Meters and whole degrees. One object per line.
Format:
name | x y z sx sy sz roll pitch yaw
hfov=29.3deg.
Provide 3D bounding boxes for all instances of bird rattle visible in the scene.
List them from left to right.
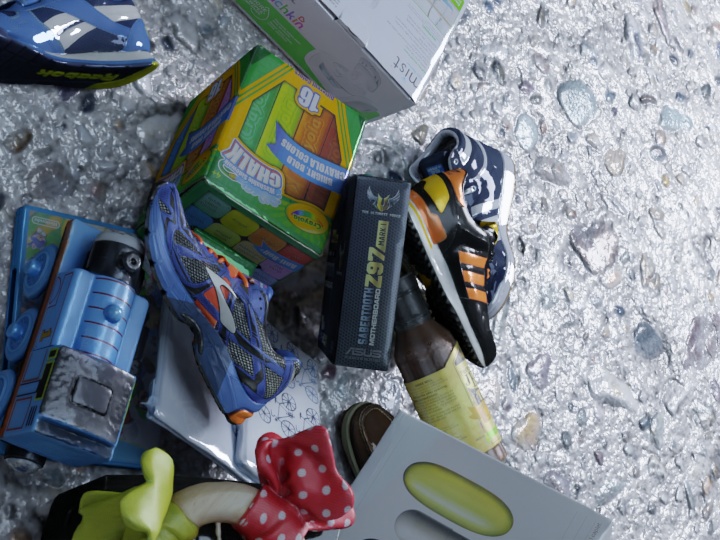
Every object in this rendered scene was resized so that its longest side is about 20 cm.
bird rattle | -0.094 0.193 0.951 0.200 0.113 0.163 1 82 -32

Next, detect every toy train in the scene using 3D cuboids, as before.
toy train | -0.216 0.056 1.044 0.087 0.114 0.200 30 62 -33

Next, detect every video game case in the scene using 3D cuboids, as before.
video game case | -0.223 0.057 1.127 0.143 0.018 0.200 14 71 -39

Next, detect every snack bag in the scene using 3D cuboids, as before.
snack bag | -0.101 0.098 1.163 0.200 0.021 0.189 42 29 -32

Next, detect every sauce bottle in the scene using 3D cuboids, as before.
sauce bottle | 0.072 0.100 1.295 0.065 0.065 0.200 -27 94 -42

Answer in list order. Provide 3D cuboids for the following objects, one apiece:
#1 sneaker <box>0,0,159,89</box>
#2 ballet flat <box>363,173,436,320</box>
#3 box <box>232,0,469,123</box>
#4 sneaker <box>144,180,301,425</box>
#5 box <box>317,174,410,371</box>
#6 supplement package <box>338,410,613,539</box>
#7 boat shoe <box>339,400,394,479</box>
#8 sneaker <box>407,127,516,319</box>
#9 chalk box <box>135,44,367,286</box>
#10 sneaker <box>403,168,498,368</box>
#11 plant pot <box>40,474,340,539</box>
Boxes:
sneaker | -0.258 -0.198 1.123 0.200 0.074 0.082 -1 79 -49
ballet flat | 0.034 0.003 1.340 0.075 0.068 0.200 -44 112 -25
box | -0.005 -0.275 1.344 0.200 0.097 0.177 43 56 -26
sneaker | -0.111 0.018 1.081 0.078 0.075 0.200 -26 102 -5
box | 0.000 0.000 1.202 0.051 0.200 0.158 8 91 -6
supplement package | 0.073 0.261 1.137 0.191 0.200 0.147 -56 159 -25
boat shoe | 0.058 0.207 1.301 0.075 0.075 0.202 -44 109 -38
sneaker | 0.101 -0.052 1.402 0.108 0.070 0.200 29 55 -39
chalk box | -0.098 -0.064 1.171 0.125 0.124 0.200 32 53 -23
sneaker | 0.103 -0.002 1.301 0.090 0.070 0.200 -32 114 -13
plant pot | -0.152 0.252 1.041 0.177 0.200 0.200 23 65 -21
